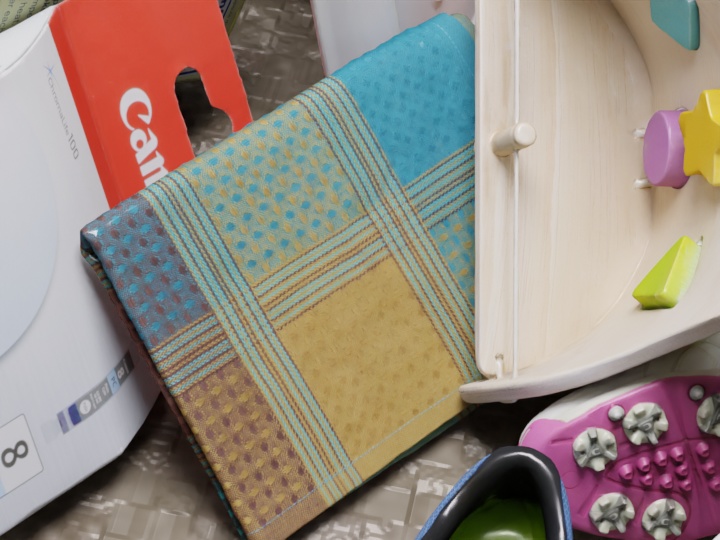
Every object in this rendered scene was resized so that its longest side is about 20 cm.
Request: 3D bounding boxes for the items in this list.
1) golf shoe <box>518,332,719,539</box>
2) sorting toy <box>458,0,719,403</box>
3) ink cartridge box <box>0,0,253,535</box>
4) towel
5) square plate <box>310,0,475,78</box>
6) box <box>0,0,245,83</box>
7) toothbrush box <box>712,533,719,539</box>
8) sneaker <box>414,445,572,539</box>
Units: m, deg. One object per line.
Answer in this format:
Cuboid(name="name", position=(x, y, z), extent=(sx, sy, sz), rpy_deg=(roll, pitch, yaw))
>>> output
Cuboid(name="golf shoe", position=(0.148, 0.050, 0.867), extent=(0.200, 0.075, 0.092), rpy_deg=(-13, 26, -14))
Cuboid(name="sorting toy", position=(0.119, -0.050, 0.812), extent=(0.107, 0.180, 0.200), rpy_deg=(2, 87, -24))
Cuboid(name="ink cartridge box", position=(-0.104, -0.013, 0.827), extent=(0.200, 0.160, 0.047), rpy_deg=(-33, 31, -30))
Cuboid(name="towel", position=(0.000, 0.000, 0.863), extent=(0.200, 0.022, 0.147), rpy_deg=(-33, 100, -30))
Cuboid(name="square plate", position=(0.023, -0.150, 0.945), extent=(0.028, 0.198, 0.200), rpy_deg=(5, 45, 17))
Cuboid(name="box", position=(-0.162, -0.155, 0.888), extent=(0.176, 0.097, 0.200), rpy_deg=(40, 29, 22))
Cuboid(name="toothbrush box", position=(0.163, 0.190, 0.672), extent=(0.086, 0.146, 0.200), rpy_deg=(-34, 59, -31))
Cuboid(name="sneaker", position=(0.026, 0.139, 0.745), extent=(0.079, 0.089, 0.200), rpy_deg=(14, 47, 9))
